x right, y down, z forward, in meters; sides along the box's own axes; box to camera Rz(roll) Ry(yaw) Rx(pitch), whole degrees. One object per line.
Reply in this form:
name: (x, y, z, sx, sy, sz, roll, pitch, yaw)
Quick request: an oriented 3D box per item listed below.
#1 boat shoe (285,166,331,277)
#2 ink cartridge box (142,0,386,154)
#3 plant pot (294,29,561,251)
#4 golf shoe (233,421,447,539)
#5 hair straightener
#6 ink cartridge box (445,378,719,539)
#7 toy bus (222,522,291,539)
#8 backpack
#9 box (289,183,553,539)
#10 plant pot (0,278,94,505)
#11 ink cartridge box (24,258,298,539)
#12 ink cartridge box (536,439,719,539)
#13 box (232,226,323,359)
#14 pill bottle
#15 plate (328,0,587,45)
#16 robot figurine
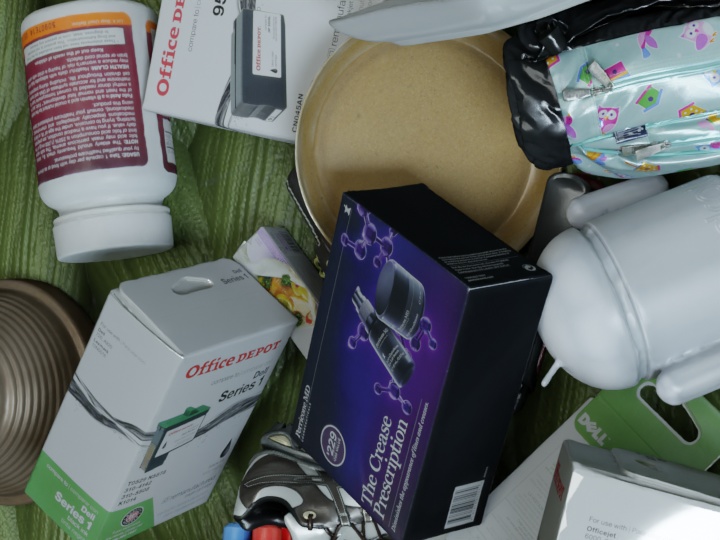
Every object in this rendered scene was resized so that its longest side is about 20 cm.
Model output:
boat shoe: (0.000, 0.000, 1.109, 0.061, 0.072, 0.201, -44, 72, 21)
ink cartridge box: (-0.059, -0.174, 1.135, 0.200, 0.084, 0.145, 13, 95, 27)
plant pot: (0.049, -0.088, 1.058, 0.200, 0.027, 0.201, -1, 96, -12)
golf shoe: (-0.003, 0.185, 1.087, 0.200, 0.095, 0.078, 10, 138, 30)
hair straightener: (0.120, 0.024, 1.045, 0.041, 0.077, 0.200, 25, 100, 24)
ink cartridge box: (0.166, 0.160, 1.001, 0.200, 0.059, 0.104, -45, 46, 4)
toy bus: (-0.057, 0.277, 1.116, 0.200, 0.136, 0.192, 0, 73, 25)
backpack: (0.202, -0.127, 0.967, 0.199, 0.167, 0.127, -8, 104, 11)
box: (0.035, 0.062, 0.992, 0.141, 0.079, 0.200, 40, 127, 44)
plant pot: (-0.323, 0.108, 1.262, 0.200, 0.093, 0.201, 0, 90, 27)
ink cartridge box: (-0.153, 0.102, 1.123, 0.084, 0.146, 0.200, 39, 119, 22)
ink cartridge box: (0.169, 0.218, 0.872, 0.144, 0.147, 0.200, 14, 91, 6)
box: (-0.026, 0.051, 1.140, 0.039, 0.041, 0.200, -44, 72, 21)
pill bottle: (-0.212, -0.112, 1.197, 0.114, 0.114, 0.201, -10, 84, 27)
plate: (0.108, -0.187, 0.960, 0.199, 0.200, 0.032, 5, 116, 61)
robot figurine: (0.199, 0.008, 0.964, 0.200, 0.113, 0.170, -22, 54, -2)
